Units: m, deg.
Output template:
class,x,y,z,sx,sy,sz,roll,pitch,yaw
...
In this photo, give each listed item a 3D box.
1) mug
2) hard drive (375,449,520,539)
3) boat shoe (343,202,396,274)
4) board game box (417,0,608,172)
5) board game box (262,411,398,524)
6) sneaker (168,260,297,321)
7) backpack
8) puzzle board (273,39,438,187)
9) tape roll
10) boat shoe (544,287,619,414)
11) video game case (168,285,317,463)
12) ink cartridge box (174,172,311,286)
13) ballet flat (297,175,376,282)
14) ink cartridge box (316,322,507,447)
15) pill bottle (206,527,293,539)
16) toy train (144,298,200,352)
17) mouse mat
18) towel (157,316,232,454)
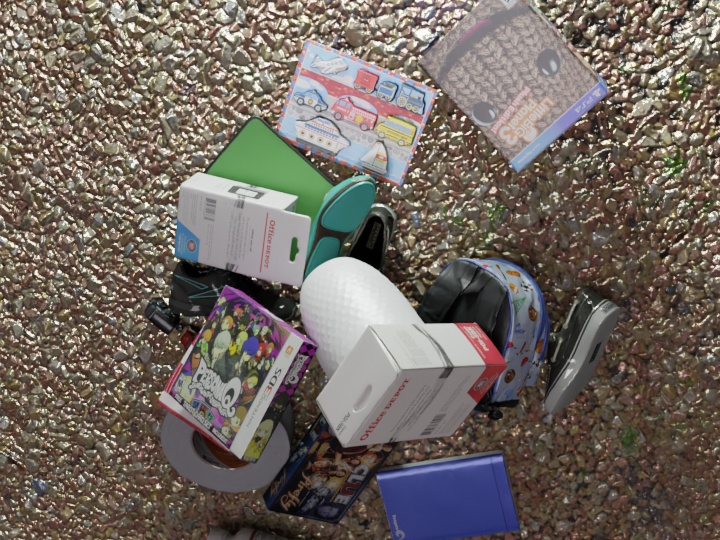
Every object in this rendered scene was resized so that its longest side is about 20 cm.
class,x,y,z,sx,sy,sz,roll,pitch,yaw
mug,0.000,0.088,1.521,0.148,0.200,0.175,-27,59,-13
hard drive,0.136,0.355,1.712,0.200,0.025,0.132,-11,105,13
boat shoe,0.000,0.000,1.605,0.071,0.064,0.200,16,110,5
board game box,0.203,-0.262,1.469,0.200,0.097,0.159,46,109,-5
board game box,-0.041,0.297,1.685,0.135,0.035,0.200,20,114,-33
sneaker,-0.192,0.035,1.645,0.200,0.075,0.079,7,106,7
backpack,0.175,0.079,1.533,0.200,0.154,0.191,32,121,39
puzzle board,-0.009,-0.221,1.563,0.200,0.017,0.151,22,109,3
tape roll,-0.202,0.245,1.691,0.200,0.066,0.201,2,122,4
boat shoe,0.304,0.116,1.583,0.064,0.071,0.200,39,123,30
video game case,-0.165,0.139,1.516,0.036,0.200,0.181,26,94,-44
ink cartridge box,-0.162,-0.059,1.599,0.200,0.067,0.116,15,114,11
ballet flat,-0.042,-0.069,1.572,0.067,0.070,0.200,11,125,-27
ink cartridge box,0.065,0.143,1.404,0.147,0.200,0.083,-55,52,29
pill bottle,-0.151,0.477,1.756,0.200,0.112,0.112,14,109,6
toy train,-0.249,0.114,1.694,0.200,0.046,0.034,38,110,-3
mouse mat,-0.130,-0.109,1.620,0.200,0.008,0.161,42,112,-7
towel,-0.189,0.147,1.600,0.144,0.023,0.200,33,91,10
